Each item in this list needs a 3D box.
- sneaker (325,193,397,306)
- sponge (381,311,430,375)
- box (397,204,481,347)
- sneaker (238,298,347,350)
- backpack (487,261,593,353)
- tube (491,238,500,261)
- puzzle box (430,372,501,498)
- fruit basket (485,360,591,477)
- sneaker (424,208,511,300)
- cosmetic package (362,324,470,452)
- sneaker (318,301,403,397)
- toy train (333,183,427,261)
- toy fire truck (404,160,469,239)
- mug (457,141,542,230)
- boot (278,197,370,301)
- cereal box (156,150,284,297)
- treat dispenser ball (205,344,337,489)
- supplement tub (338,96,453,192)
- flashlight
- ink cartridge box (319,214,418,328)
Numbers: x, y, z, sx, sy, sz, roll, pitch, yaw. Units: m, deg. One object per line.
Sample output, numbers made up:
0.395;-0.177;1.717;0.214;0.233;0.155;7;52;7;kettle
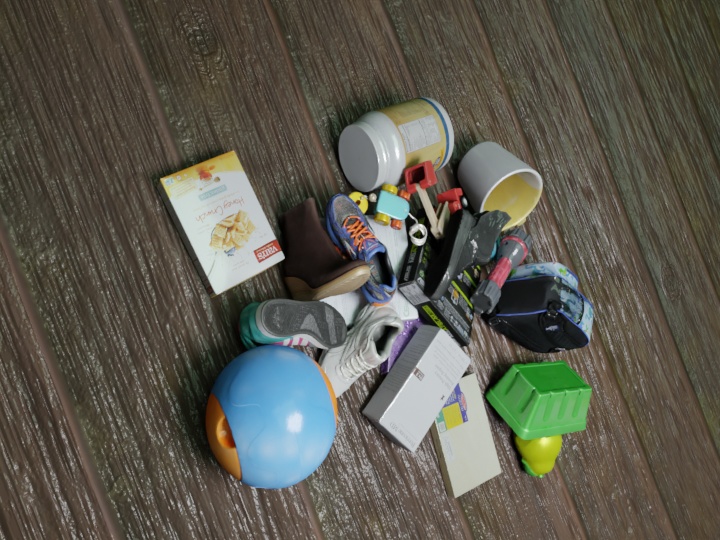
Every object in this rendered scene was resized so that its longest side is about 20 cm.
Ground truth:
0.010;-0.041;1.013;0.074;0.078;0.203;-32;91;-21;sneaker
0.098;0.103;1.172;0.109;0.030;0.207;14;72;-28;sponge
0.159;0.012;1.171;0.200;0.047;0.197;46;43;-32;box
-0.122;0.096;0.991;0.197;0.118;0.087;18;67;-47;sneaker
0.386;0.079;1.268;0.198;0.180;0.151;34;59;-33;backpack
0.262;-0.055;1.272;0.198;0.049;0.080;3;80;-60;tube
0.198;0.317;1.187;0.130;0.025;0.207;-11;85;-33;puzzle box
0.361;0.304;1.248;0.210;0.156;0.221;-15;128;-21;fruit basket
0.192;-0.028;1.083;0.102;0.060;0.205;26;80;-26;sneaker
0.103;0.210;1.098;0.101;0.073;0.202;42;71;-23;cosmetic package
-0.002;0.141;1.032;0.077;0.099;0.202;37;91;-25;sneaker
0.016;-0.068;1.092;0.195;0.055;0.154;-21;90;-21;toy train
0.156;-0.098;1.128;0.140;0.048;0.206;-15;89;-55;toy fire truck
0.278;-0.177;1.288;0.145;0.190;0.155;-18;48;-14;mug
-0.069;-0.040;1.002;0.071;0.197;0.172;-3;78;-42;boot
-0.228;-0.078;1.006;0.142;0.039;0.204;-30;95;-33;cereal box
-0.131;0.215;0.903;0.196;0.199;0.208;8;74;-29;treat dispenser ball
0.069;-0.240;1.165;0.197;0.144;0.148;-25;92;-32;supplement tub
0.284;-0.003;1.221;0.069;0.067;0.201;57;49;-20;flashlight
0.000;0.000;1.117;0.194;0.041;0.207;-3;78;-19;ink cartridge box
